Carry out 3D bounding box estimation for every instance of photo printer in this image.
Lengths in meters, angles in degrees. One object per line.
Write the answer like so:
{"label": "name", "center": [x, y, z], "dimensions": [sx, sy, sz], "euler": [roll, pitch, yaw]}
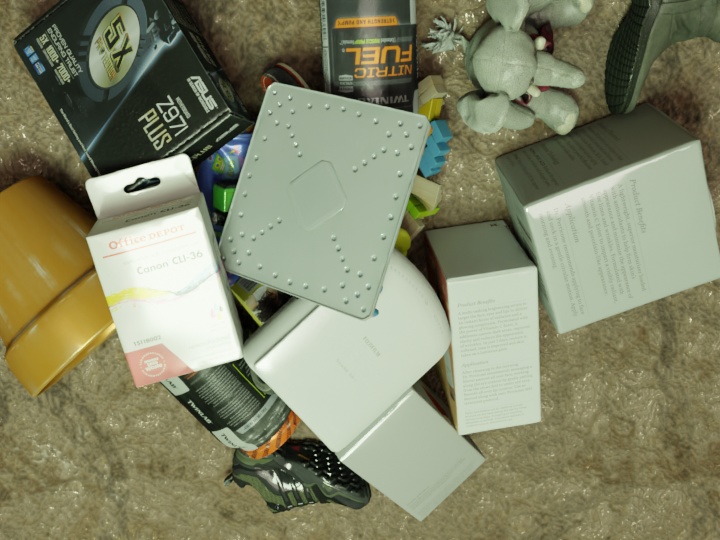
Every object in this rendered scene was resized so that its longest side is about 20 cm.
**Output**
{"label": "photo printer", "center": [-0.005, 0.074, 0.942], "dimensions": [0.199, 0.069, 0.167], "euler": [-41, 118, -2]}

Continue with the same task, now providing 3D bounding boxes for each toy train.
{"label": "toy train", "center": [-0.080, -0.080, 0.998], "dimensions": [0.197, 0.041, 0.058], "euler": [-9, 110, -37]}

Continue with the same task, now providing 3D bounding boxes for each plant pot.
{"label": "plant pot", "center": [-0.347, 0.004, 0.986], "dimensions": [0.199, 0.200, 0.184], "euler": [-39, 96, 13]}

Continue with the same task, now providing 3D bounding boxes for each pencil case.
{"label": "pencil case", "center": [-0.161, -0.080, 1.015], "dimensions": [0.085, 0.078, 0.204], "euler": [10, 112, -8]}

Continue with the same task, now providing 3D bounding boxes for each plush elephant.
{"label": "plush elephant", "center": [0.170, -0.223, 0.935], "dimensions": [0.195, 0.156, 0.168], "euler": [7, 113, -8]}

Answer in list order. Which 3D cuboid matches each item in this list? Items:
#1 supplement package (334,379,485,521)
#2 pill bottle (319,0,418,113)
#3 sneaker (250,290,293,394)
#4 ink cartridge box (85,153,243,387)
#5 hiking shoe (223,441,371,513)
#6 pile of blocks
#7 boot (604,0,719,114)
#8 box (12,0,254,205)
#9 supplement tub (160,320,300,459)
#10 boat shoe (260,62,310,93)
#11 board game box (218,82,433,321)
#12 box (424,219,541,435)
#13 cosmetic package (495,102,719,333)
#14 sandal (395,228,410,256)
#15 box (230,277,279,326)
{"label": "supplement package", "center": [0.044, 0.193, 1.081], "dimensions": [0.119, 0.122, 0.200], "euler": [-42, 133, 3]}
{"label": "pill bottle", "center": [0.011, -0.217, 0.940], "dimensions": [0.103, 0.106, 0.205], "euler": [-4, 105, -3]}
{"label": "sneaker", "center": [-0.059, 0.046, 1.005], "dimensions": [0.078, 0.075, 0.203], "euler": [14, 105, -49]}
{"label": "ink cartridge box", "center": [-0.196, -0.001, 0.873], "dimensions": [0.114, 0.068, 0.204], "euler": [-15, 109, -3]}
{"label": "hiking shoe", "center": [-0.083, 0.284, 1.189], "dimensions": [0.196, 0.076, 0.102], "euler": [22, 119, -4]}
{"label": "pile of blocks", "center": [0.078, -0.123, 1.018], "dimensions": [0.081, 0.062, 0.204], "euler": [30, 118, 29]}
{"label": "boot", "center": [0.357, -0.267, 0.985], "dimensions": [0.127, 0.068, 0.204], "euler": [4, 114, -12]}
{"label": "box", "center": [-0.234, -0.195, 0.915], "dimensions": [0.162, 0.086, 0.203], "euler": [-32, 87, 10]}
{"label": "supplement tub", "center": [-0.167, 0.129, 1.080], "dimensions": [0.122, 0.123, 0.201], "euler": [-36, 110, 11]}
{"label": "boat shoe", "center": [-0.064, -0.134, 0.961], "dimensions": [0.062, 0.071, 0.203], "euler": [-24, 80, -17]}
{"label": "board game box", "center": [-0.039, -0.073, 0.888], "dimensions": [0.197, 0.026, 0.205], "euler": [18, 90, 29]}
{"label": "box", "center": [0.146, 0.065, 1.060], "dimensions": [0.104, 0.153, 0.205], "euler": [-8, 113, -2]}
{"label": "cosmetic package", "center": [0.280, -0.064, 1.008], "dimensions": [0.196, 0.166, 0.168], "euler": [-19, 114, 5]}
{"label": "sandal", "center": [0.000, 0.000, 1.050], "dimensions": [0.087, 0.079, 0.202], "euler": [43, 141, 22]}
{"label": "box", "center": [-0.072, 0.075, 1.071], "dimensions": [0.075, 0.050, 0.201], "euler": [-43, 125, -11]}
